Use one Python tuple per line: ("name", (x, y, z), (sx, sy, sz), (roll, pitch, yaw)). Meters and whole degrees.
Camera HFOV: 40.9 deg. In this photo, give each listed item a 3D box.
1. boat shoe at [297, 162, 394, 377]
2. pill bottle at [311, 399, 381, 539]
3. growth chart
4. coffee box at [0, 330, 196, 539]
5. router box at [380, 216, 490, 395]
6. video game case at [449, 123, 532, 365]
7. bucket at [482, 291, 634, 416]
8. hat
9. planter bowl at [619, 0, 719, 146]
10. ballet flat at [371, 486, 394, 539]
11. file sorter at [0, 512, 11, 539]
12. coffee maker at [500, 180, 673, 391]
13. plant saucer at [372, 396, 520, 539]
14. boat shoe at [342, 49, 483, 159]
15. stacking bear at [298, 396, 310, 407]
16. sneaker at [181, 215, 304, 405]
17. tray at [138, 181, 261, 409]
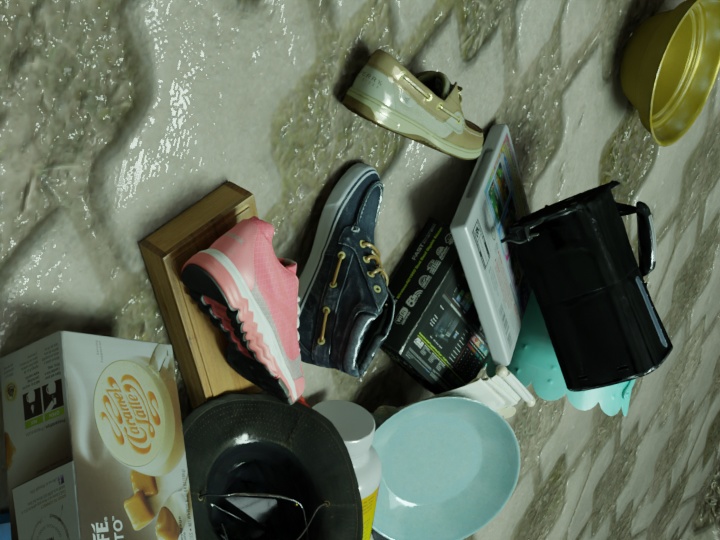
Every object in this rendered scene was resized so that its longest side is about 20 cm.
("boat shoe", (0.000, 0.000, 0.902), (0.203, 0.089, 0.071), (-68, 154, -14))
("pill bottle", (-0.033, 0.244, 1.036), (0.103, 0.103, 0.204), (-20, 128, -44))
("growth chart", (0.104, 0.164, 1.136), (0.196, 0.018, 0.145), (-18, 149, 10))
("coffee box", (-0.188, 0.156, 0.699), (0.114, 0.079, 0.204), (16, 59, -54))
("router box", (0.097, 0.053, 1.115), (0.151, 0.062, 0.200), (-57, 145, -9))
("video game case", (0.157, -0.029, 1.086), (0.183, 0.023, 0.202), (-64, 142, -42))
("bucket", (0.266, 0.091, 1.246), (0.206, 0.205, 0.137), (10, 97, -54))
("hat", (-0.090, 0.213, 0.843), (0.199, 0.201, 0.081), (-31, 164, -36))
("planter bowl", (0.400, -0.274, 1.275), (0.199, 0.083, 0.203), (-31, 135, -36))
("ballet flat", (0.004, 0.342, 1.184), (0.073, 0.072, 0.203), (-31, 137, -37))
("file sorter", (-0.248, 0.281, 0.764), (0.198, 0.122, 0.141), (1, 112, -53))
("coffee maker", (0.244, 0.026, 1.065), (0.190, 0.134, 0.203), (-24, 93, -30))
("plant saucer", (0.086, 0.226, 1.115), (0.197, 0.039, 0.205), (-4, 114, -9))
("boat shoe", (0.066, -0.157, 0.924), (0.198, 0.074, 0.067), (8, 112, -54))
("stacking bear", (-0.092, 0.222, 0.943), (0.121, 0.112, 0.204), (16, 89, -58))
("sneaker", (-0.074, 0.037, 0.810), (0.087, 0.073, 0.202), (-49, 145, -24))
("tray", (-0.120, 0.034, 0.842), (0.098, 0.037, 0.203), (-39, 138, -31))
